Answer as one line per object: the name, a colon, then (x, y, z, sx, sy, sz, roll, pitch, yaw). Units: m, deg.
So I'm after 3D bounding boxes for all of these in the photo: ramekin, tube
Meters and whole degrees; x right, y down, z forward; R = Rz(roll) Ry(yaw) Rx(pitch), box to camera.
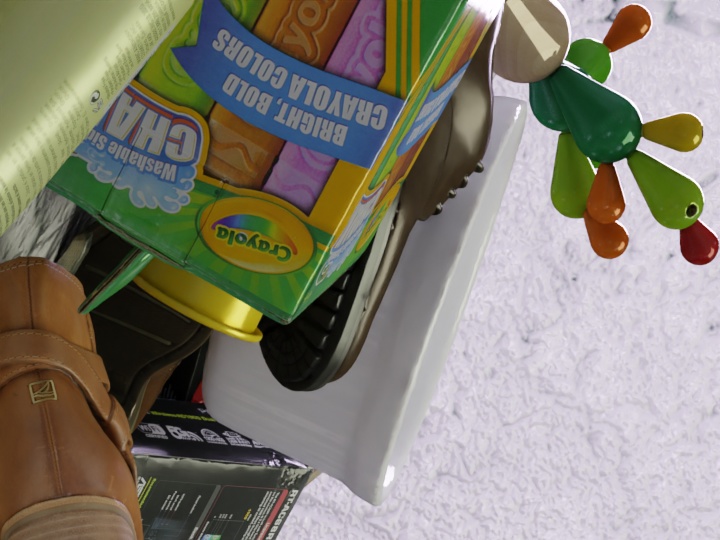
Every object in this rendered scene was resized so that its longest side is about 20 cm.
ramekin: (0.000, 0.000, 1.268, 0.200, 0.097, 0.202, 20, 90, -84)
tube: (-0.124, -0.024, 0.798, 0.200, 0.052, 0.058, -56, 133, -20)

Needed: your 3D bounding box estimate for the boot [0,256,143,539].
boot: (-0.123, 0.094, 1.068, 0.200, 0.076, 0.156, 92, -14, -70)

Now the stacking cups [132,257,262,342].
stacking cups: (-0.019, -0.071, 1.074, 0.201, 0.060, 0.061, -61, 176, 4)

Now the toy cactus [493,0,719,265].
toy cactus: (0.101, -0.099, 1.325, 0.102, 0.200, 0.165, -33, 143, 6)

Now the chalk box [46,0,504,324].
chalk box: (-0.038, -0.067, 0.976, 0.201, 0.124, 0.125, -62, 175, 18)

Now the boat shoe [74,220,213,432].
boat shoe: (-0.101, 0.012, 1.207, 0.200, 0.072, 0.068, -52, -172, 46)

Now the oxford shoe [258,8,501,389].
oxford shoe: (0.017, -0.041, 1.133, 0.084, 0.072, 0.201, 21, 88, -41)

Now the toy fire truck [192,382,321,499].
toy fire truck: (-0.072, 0.091, 1.522, 0.049, 0.140, 0.200, -63, 179, 32)

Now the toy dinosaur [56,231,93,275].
toy dinosaur: (-0.143, 0.087, 1.159, 0.088, 0.047, 0.201, -24, 121, -37)

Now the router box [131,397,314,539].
router box: (-0.131, 0.160, 1.389, 0.149, 0.062, 0.201, 11, 113, -50)

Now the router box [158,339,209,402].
router box: (-0.066, -0.033, 1.381, 0.150, 0.051, 0.200, -60, 177, -27)
